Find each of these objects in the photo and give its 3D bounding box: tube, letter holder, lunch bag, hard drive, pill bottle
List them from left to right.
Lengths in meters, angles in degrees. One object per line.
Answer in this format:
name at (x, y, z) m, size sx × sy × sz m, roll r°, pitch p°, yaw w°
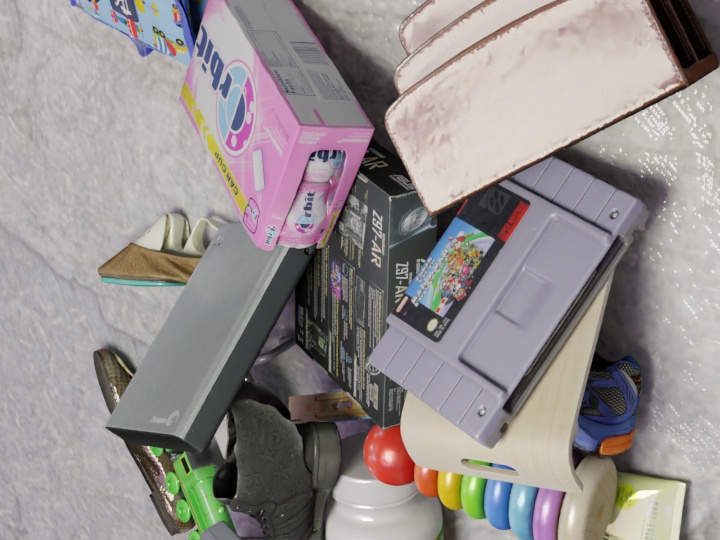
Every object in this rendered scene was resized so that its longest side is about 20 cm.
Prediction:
lunch bag at (-0.182, -0.267, 1.264) m, size 0.150 × 0.094 × 0.201 m, roll 26°, pitch 138°, yaw 25°
hard drive at (-0.118, 0.050, 1.229) m, size 0.033 × 0.201 × 0.139 m, roll 38°, pitch 159°, yaw -26°
pill bottle at (0.018, 0.246, 1.326) m, size 0.110 × 0.111 × 0.201 m, roll 13°, pitch 119°, yaw 34°
letter holder at (0.112, -0.149, 1.029) m, size 0.199 × 0.100 × 0.143 m, roll -26°, pitch 92°, yaw 29°
tube at (0.161, 0.179, 1.222) m, size 0.199 × 0.052 × 0.058 m, roll 14°, pitch 149°, yaw 29°

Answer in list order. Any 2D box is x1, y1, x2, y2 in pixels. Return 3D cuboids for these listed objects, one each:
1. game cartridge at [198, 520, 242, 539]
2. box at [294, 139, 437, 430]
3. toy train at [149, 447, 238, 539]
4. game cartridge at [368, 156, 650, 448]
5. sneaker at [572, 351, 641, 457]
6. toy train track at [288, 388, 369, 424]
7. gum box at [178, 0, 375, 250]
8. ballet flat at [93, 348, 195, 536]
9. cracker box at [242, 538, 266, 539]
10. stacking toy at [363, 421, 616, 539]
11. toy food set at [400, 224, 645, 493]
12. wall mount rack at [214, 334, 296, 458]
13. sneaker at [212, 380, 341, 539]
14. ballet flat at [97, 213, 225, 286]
game cartridge at (-0.076, 0.321, 1.365) m, size 0.201 × 0.041 × 0.133 m, roll 62°, pitch 169°, yaw -18°
box at (0.000, 0.000, 1.217) m, size 0.160 × 0.043 × 0.201 m, roll 39°, pitch 135°, yaw 52°
toy train at (-0.156, 0.201, 1.456) m, size 0.056 × 0.042 × 0.201 m, roll -45°, pitch 63°, yaw 45°
game cartridge at (0.101, 0.011, 1.094) m, size 0.129 × 0.038 × 0.201 m, roll 33°, pitch 88°, yaw 38°
sneaker at (0.133, 0.060, 1.179) m, size 0.199 × 0.075 × 0.079 m, roll 30°, pitch 111°, yaw 21°
toy train track at (0.029, 0.110, 1.289) m, size 0.199 × 0.032 × 0.116 m, roll -9°, pitch 76°, yaw 32°
gum box at (-0.067, -0.118, 1.184) m, size 0.201 × 0.066 × 0.114 m, roll 60°, pitch 140°, yaw 40°
ballet flat at (-0.210, 0.166, 1.523) m, size 0.201 × 0.046 × 0.067 m, roll 64°, pitch 165°, yaw 2°
cracker box at (-0.081, 0.332, 1.488) m, size 0.199 × 0.058 × 0.135 m, roll -7°, pitch 107°, yaw 40°
stacking toy at (0.092, 0.159, 1.185) m, size 0.199 × 0.085 × 0.086 m, roll 14°, pitch 120°, yaw 24°
toy food set at (0.121, 0.054, 1.120) m, size 0.143 × 0.060 × 0.201 m, roll 4°, pitch 70°, yaw 38°
wall mount rack at (-0.110, 0.137, 1.407) m, size 0.173 × 0.074 × 0.201 m, roll -14°, pitch 101°, yaw 39°
sneaker at (-0.077, 0.180, 1.258) m, size 0.060 × 0.103 × 0.201 m, roll -120°, pitch 37°, yaw -54°
ballet flat at (-0.151, -0.013, 1.374) m, size 0.199 × 0.068 × 0.073 m, roll 8°, pitch 95°, yaw 35°
